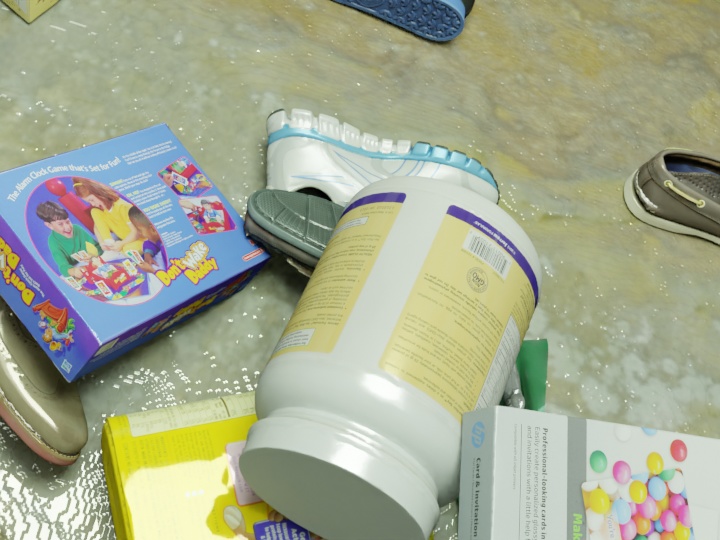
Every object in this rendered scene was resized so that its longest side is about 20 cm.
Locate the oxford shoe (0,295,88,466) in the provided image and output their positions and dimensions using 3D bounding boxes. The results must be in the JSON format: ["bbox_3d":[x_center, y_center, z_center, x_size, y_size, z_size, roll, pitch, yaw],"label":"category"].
[{"bbox_3d":[-0.224,0.033,0.809,0.074,0.070,0.202,-31,74,14],"label":"oxford shoe"}]

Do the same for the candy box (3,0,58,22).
[{"bbox_3d":[-0.302,-0.310,0.973,0.199,0.055,0.116,41,60,4],"label":"candy box"}]

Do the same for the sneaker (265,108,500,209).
[{"bbox_3d":[0.014,-0.062,0.953,0.197,0.075,0.088,11,75,-9],"label":"sneaker"}]

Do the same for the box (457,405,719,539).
[{"bbox_3d":[0.148,0.169,0.678,0.197,0.041,0.158,12,73,-24],"label":"box"}]

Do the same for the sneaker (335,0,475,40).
[{"bbox_3d":[0.011,-0.278,1.053,0.198,0.070,0.079,26,55,-10],"label":"sneaker"}]

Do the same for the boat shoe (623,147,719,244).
[{"bbox_3d":[0.334,-0.061,1.049,0.197,0.060,0.073,13,61,-11],"label":"boat shoe"}]

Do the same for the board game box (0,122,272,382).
[{"bbox_3d":[-0.166,-0.021,0.828,0.135,0.045,0.199,50,33,6],"label":"board game box"}]

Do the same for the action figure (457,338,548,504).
[{"bbox_3d":[0.105,0.138,0.888,0.116,0.055,0.203,4,68,-18],"label":"action figure"}]

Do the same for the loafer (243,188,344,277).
[{"bbox_3d":[0.000,0.000,0.904,0.197,0.063,0.072,18,33,-13],"label":"loafer"}]

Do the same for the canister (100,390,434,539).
[{"bbox_3d":[-0.066,0.152,0.807,0.197,0.087,0.150,-8,67,-19],"label":"canister"}]

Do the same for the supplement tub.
[{"bbox_3d":[0.020,0.058,0.744,0.144,0.146,0.202,28,60,-2],"label":"supplement tub"}]
